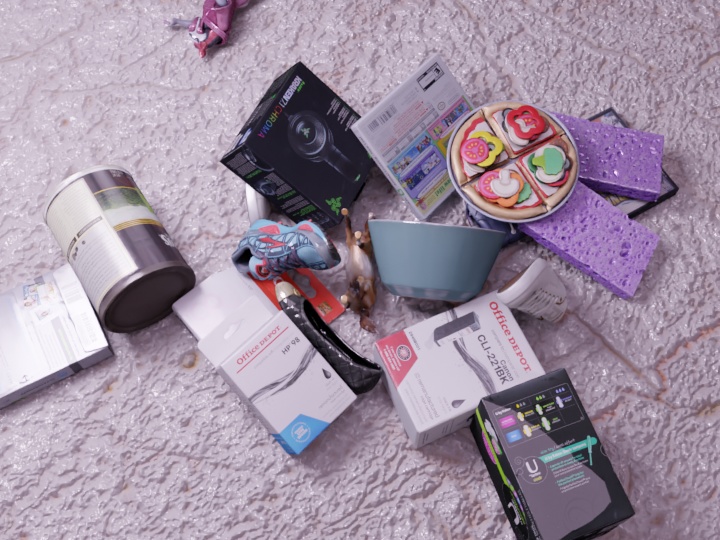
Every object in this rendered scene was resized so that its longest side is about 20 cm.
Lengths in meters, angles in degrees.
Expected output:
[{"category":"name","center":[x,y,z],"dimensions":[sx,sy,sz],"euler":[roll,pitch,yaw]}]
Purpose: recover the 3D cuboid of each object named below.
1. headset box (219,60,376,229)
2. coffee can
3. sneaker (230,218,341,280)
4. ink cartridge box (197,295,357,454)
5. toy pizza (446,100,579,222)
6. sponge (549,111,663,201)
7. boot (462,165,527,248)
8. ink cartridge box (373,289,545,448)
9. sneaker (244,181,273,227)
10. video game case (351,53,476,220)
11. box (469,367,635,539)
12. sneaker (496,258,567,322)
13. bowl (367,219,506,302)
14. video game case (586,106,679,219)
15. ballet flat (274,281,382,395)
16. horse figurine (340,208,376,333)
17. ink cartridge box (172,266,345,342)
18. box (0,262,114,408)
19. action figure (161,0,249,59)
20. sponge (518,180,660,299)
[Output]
[{"category":"headset box","center":[-0.078,-0.177,1.322],"dimensions":[0.200,0.093,0.175],"euler":[40,62,-20]},{"category":"coffee can","center":[-0.351,-0.032,1.267],"dimensions":[0.146,0.147,0.200],"euler":[-31,69,-14]},{"category":"sneaker","center":[-0.110,-0.015,1.244],"dimensions":[0.199,0.080,0.096],"euler":[5,43,49]},{"category":"ink cartridge box","center":[-0.116,0.139,1.193],"dimensions":[0.116,0.067,0.200],"euler":[-42,95,-17]},{"category":"toy pizza","center":[0.228,-0.167,1.296],"dimensions":[0.199,0.032,0.201],"euler":[0,72,-1]},{"category":"sponge","center":[0.372,-0.180,1.369],"dimensions":[0.199,0.030,0.112],"euler":[12,64,6]},{"category":"boot","center":[0.190,-0.129,1.344],"dimensions":[0.090,0.073,0.201],"euler":[-29,81,-9]},{"category":"ink cartridge box","center":[0.137,0.136,1.224],"dimensions":[0.199,0.084,0.145],"euler":[-22,66,-12]},{"category":"sneaker","center":[-0.133,-0.156,1.367],"dimensions":[0.084,0.073,0.201],"euler":[2,63,3]},{"category":"video game case","center":[0.106,-0.210,1.364],"dimensions":[0.200,0.022,0.182],"euler":[-44,105,-23]},{"category":"box","center":[0.240,0.255,1.133],"dimensions":[0.124,0.149,0.201],"euler":[-19,66,-8]},{"category":"sneaker","center":[0.252,0.033,1.217],"dimensions":[0.073,0.200,0.085],"euler":[-41,79,22]},{"category":"bowl","center":[0.105,-0.012,1.251],"dimensions":[0.200,0.201,0.106],"euler":[5,90,2]},{"category":"video game case","center":[0.373,-0.152,1.394],"dimensions":[0.199,0.026,0.181],"euler":[-27,67,-12]},{"category":"ballet flat","center":[-0.046,0.088,1.231],"dimensions":[0.200,0.066,0.057],"euler":[47,112,6]},{"category":"horse figurine","center":[0.000,0.000,1.280],"dimensions":[0.050,0.133,0.201],"euler":[-5,75,9]},{"category":"ink cartridge box","center":[-0.148,0.056,1.282],"dimensions":[0.200,0.057,0.163],"euler":[-40,71,-12]},{"category":"box","center":[-0.480,0.096,1.265],"dimensions":[0.199,0.041,0.156],"euler":[-26,67,-13]},{"category":"action figure","center":[-0.244,-0.452,1.514],"dimensions":[0.148,0.134,0.201],"euler":[22,74,-37]},{"category":"sponge","center":[0.345,-0.057,1.314],"dimensions":[0.199,0.030,0.112],"euler":[34,72,-4]}]
